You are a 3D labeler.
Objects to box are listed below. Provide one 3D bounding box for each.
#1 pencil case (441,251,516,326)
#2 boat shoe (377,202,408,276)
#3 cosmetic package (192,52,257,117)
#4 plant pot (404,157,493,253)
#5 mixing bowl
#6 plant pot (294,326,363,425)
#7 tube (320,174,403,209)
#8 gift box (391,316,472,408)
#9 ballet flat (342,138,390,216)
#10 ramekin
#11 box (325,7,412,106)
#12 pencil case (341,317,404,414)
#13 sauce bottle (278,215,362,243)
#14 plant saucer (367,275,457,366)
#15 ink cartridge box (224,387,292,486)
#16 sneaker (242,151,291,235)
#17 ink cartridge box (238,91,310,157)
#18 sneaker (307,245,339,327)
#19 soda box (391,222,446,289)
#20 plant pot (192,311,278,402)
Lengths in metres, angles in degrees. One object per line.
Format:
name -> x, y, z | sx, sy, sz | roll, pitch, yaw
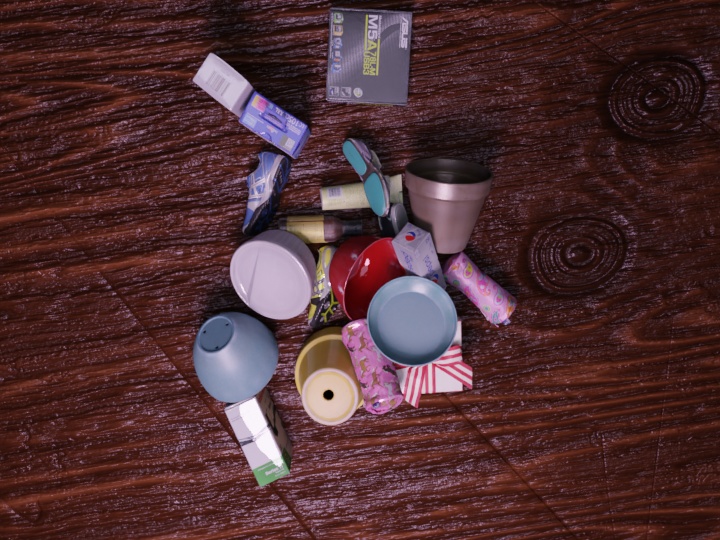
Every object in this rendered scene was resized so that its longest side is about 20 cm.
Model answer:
pencil case -> 0.280, 0.043, 1.464 | 0.199, 0.088, 0.088 | 41, 95, -8
boat shoe -> 0.087, -0.062, 1.457 | 0.059, 0.075, 0.206 | 2, 112, 35
cosmetic package -> -0.281, -0.390, 1.327 | 0.101, 0.200, 0.075 | 38, 96, -7
plant pot -> 0.190, -0.142, 1.396 | 0.194, 0.201, 0.178 | 3, 115, -2
mixing bowl -> 0.000, 0.000, 1.390 | 0.107, 0.198, 0.204 | 30, 98, 36
plant pot -> -0.063, 0.254, 1.425 | 0.194, 0.189, 0.207 | 1, 101, 3
tube -> 0.004, -0.176, 1.446 | 0.194, 0.053, 0.059 | -7, 138, -6
gift box -> 0.155, 0.196, 1.431 | 0.179, 0.187, 0.206 | -8, 98, 0
ballet flat -> 0.031, -0.219, 1.407 | 0.071, 0.072, 0.204 | -28, 76, 3
ramekin -> -0.191, 0.001, 1.409 | 0.197, 0.095, 0.207 | 9, 123, 14
box -> 0.019, -0.482, 1.400 | 0.187, 0.048, 0.206 | 4, 99, 0
pencil case -> 0.023, 0.203, 1.334 | 0.085, 0.083, 0.204 | -3, 60, -31
sauce bottle -> -0.093, -0.096, 1.443 | 0.194, 0.065, 0.067 | 0, 99, 0
plant saucer -> 0.111, 0.112, 1.332 | 0.194, 0.036, 0.205 | 0, 66, 0
ink cartridge box -> -0.238, 0.378, 1.467 | 0.081, 0.147, 0.204 | -23, 99, 1
sneaker -> -0.230, -0.178, 1.434 | 0.076, 0.075, 0.204 | 27, 97, 17
ink cartridge box -> -0.183, -0.312, 1.341 | 0.134, 0.200, 0.077 | 31, 97, -6
sneaker -> -0.088, 0.037, 1.470 | 0.075, 0.075, 0.205 | 25, 101, 27
soda box -> 0.135, -0.012, 1.397 | 0.064, 0.068, 0.202 | -47, 142, -18
plant pot -> -0.298, 0.174, 1.391 | 0.194, 0.136, 0.205 | -8, 55, 12
